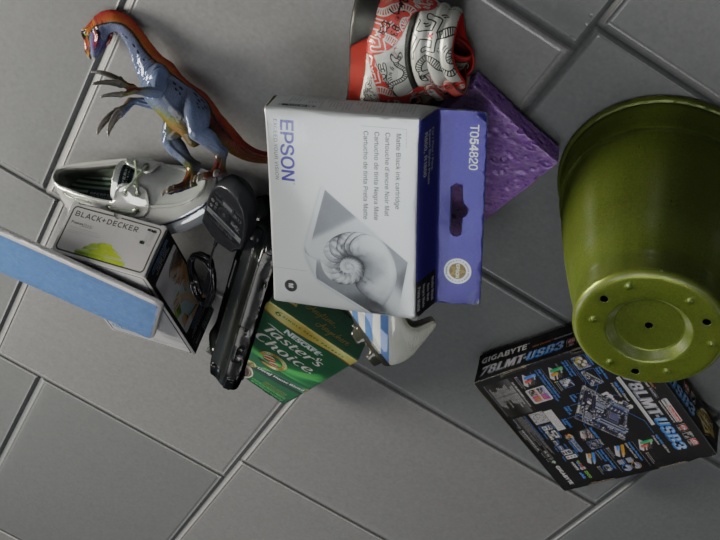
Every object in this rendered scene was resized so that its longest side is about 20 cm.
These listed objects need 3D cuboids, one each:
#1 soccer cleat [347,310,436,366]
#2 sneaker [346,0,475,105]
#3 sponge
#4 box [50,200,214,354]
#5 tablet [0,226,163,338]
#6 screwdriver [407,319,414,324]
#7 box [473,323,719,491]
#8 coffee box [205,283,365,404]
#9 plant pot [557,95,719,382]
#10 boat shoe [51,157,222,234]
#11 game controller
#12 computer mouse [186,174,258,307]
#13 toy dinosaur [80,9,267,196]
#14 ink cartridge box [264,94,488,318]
[{"bbox_3d":[0.000,0.000,1.184,0.086,0.070,0.201,-35,102,6],"label":"soccer cleat"},{"bbox_3d":[0.044,-0.157,1.078,0.106,0.068,0.204,13,132,11],"label":"sneaker"},{"bbox_3d":[0.087,-0.093,1.149,0.111,0.030,0.200,37,133,-15],"label":"sponge"},{"bbox_3d":[-0.242,0.012,1.285,0.115,0.061,0.201,16,156,15],"label":"box"},{"bbox_3d":[-0.301,0.011,1.241,0.197,0.014,0.130,24,157,-6],"label":"tablet"},{"bbox_3d":[-0.030,0.021,1.256,0.198,0.028,0.029,21,174,31],"label":"screwdriver"},{"bbox_3d":[0.258,0.146,1.299,0.197,0.050,0.200,-23,120,34],"label":"box"},{"bbox_3d":[-0.086,0.080,1.329,0.122,0.044,0.200,35,148,-14],"label":"coffee box"},{"bbox_3d":[0.261,-0.013,1.047,0.197,0.194,0.202,10,135,10],"label":"plant pot"},{"bbox_3d":[-0.236,-0.081,1.234,0.197,0.075,0.067,-5,149,24],"label":"boat shoe"},{"bbox_3d":[-0.121,0.023,1.249,0.041,0.105,0.202,13,117,-14],"label":"game controller"},{"bbox_3d":[-0.140,-0.029,1.212,0.059,0.034,0.201,45,143,12],"label":"computer mouse"},{"bbox_3d":[-0.193,-0.170,1.164,0.104,0.198,0.184,-14,94,49],"label":"toy dinosaur"},{"bbox_3d":[0.014,-0.054,1.080,0.196,0.041,0.203,5,118,12],"label":"ink cartridge box"}]
